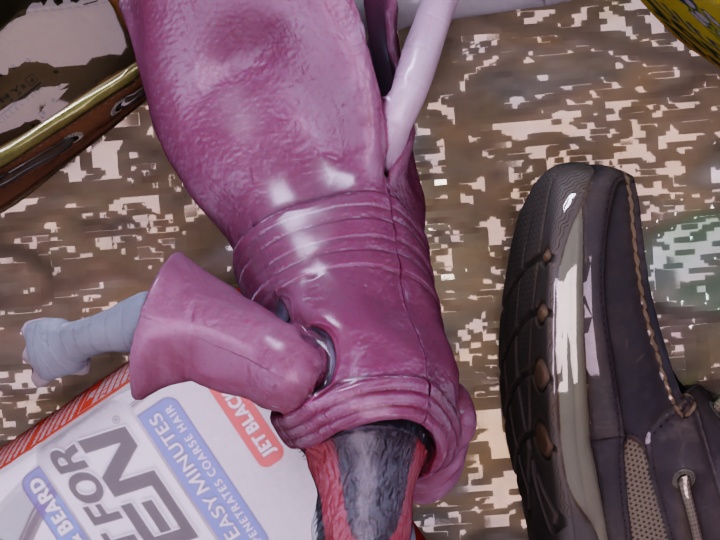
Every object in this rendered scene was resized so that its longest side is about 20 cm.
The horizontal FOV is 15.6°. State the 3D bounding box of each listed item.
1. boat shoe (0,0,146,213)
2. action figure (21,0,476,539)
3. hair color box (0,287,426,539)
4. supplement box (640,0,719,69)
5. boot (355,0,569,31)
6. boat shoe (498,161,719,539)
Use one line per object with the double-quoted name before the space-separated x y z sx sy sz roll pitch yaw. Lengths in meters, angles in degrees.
"boat shoe" -0.066 -0.086 0.768 0.072 0.068 0.200 41 94 -2
"action figure" 0.000 0.000 0.694 0.149 0.133 0.201 -38 50 31
"hair color box" -0.086 0.106 0.792 0.199 0.064 0.111 -34 96 5
"supplement box" 0.162 -0.136 0.701 0.200 0.109 0.109 -51 50 2
"boot" 0.074 -0.139 0.770 0.199 0.074 0.096 -20 127 -11
"boat shoe" 0.086 0.063 0.789 0.073 0.075 0.202 -8 105 -9
